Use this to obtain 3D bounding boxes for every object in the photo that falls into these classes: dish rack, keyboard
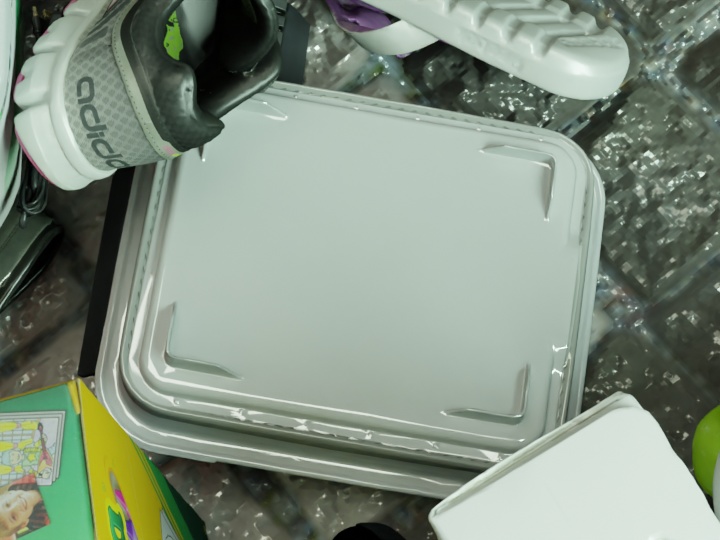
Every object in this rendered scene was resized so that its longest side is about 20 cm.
[{"bbox_3d":[0.000,0.000,1.015,0.199,0.044,0.172,10,67,-2],"label":"dish rack"},{"bbox_3d":[-0.089,-0.046,1.059,0.127,0.021,0.201,17,66,-20],"label":"keyboard"}]

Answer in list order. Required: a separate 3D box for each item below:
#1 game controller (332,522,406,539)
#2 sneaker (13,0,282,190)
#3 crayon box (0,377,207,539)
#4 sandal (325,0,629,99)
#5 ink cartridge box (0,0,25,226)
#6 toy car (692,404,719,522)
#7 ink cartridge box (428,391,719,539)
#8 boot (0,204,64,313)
[{"bbox_3d":[0.033,0.193,0.922,0.042,0.104,0.200,-9,56,-36],"label":"game controller"},{"bbox_3d":[-0.064,-0.111,1.009,0.087,0.074,0.200,-3,42,28],"label":"sneaker"},{"bbox_3d":[-0.091,0.165,0.917,0.058,0.173,0.201,-13,65,6],"label":"crayon box"},{"bbox_3d":[0.022,-0.113,1.080,0.202,0.082,0.050,30,119,29],"label":"sandal"},{"bbox_3d":[-0.159,-0.030,0.987,0.050,0.161,0.201,-2,77,-6],"label":"ink cartridge box"},{"bbox_3d":[0.218,0.105,0.905,0.199,0.175,0.150,8,105,15],"label":"toy car"},{"bbox_3d":[0.102,0.151,0.867,0.084,0.200,0.146,-30,63,-4],"label":"ink cartridge box"},{"bbox_3d":[-0.178,-0.048,1.101,0.131,0.068,0.200,37,79,12],"label":"boot"}]
